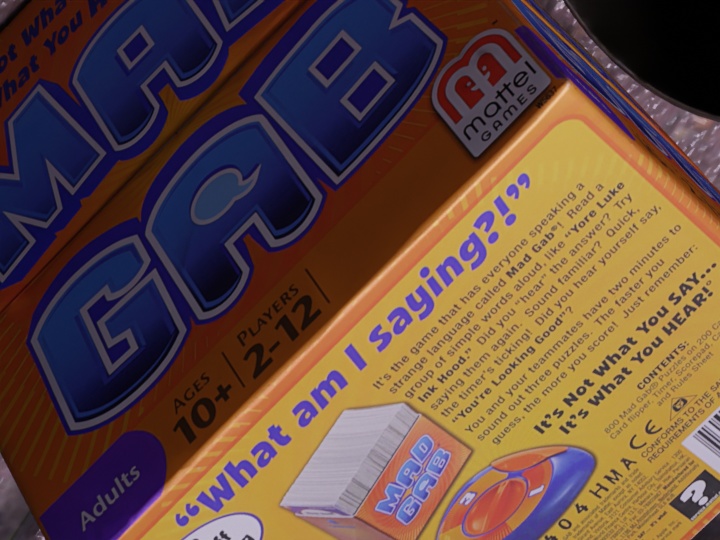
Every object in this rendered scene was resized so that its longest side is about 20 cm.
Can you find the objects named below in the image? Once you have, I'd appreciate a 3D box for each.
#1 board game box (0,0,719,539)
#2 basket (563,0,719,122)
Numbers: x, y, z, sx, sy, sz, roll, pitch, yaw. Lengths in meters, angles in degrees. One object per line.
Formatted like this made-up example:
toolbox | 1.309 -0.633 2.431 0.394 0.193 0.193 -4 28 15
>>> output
board game box | 0.000 0.000 0.823 0.200 0.200 0.200 -44 137 9
basket | 0.186 -0.135 0.866 0.199 0.180 0.137 -13 124 -36
